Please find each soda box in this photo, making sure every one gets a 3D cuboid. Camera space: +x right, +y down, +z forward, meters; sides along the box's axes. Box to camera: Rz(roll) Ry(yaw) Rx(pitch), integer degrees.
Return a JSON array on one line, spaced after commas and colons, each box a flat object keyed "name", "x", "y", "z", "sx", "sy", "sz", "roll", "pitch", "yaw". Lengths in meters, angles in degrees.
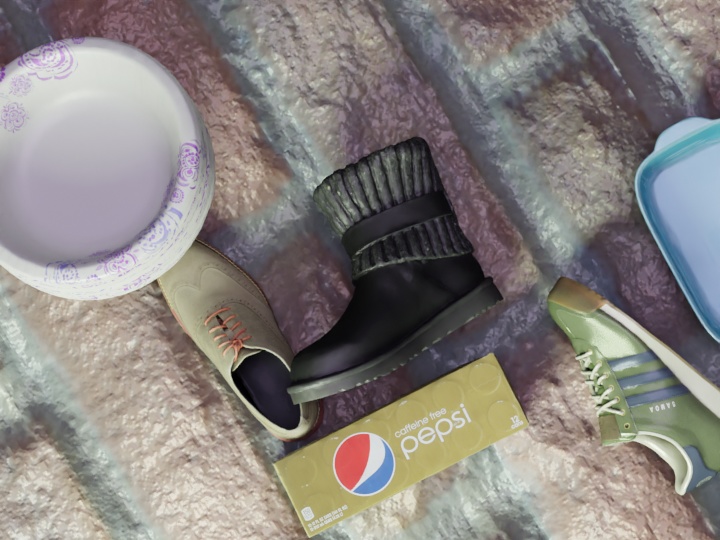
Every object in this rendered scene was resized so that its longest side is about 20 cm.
[{"name": "soda box", "x": 0.032, "y": 0.139, "z": 1.629, "sx": 0.199, "sy": 0.064, "sz": 0.068, "roll": -27, "pitch": 86, "yaw": -3}]

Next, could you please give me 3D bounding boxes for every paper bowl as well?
[{"name": "paper bowl", "x": -0.214, "y": -0.076, "z": 1.612, "sx": 0.199, "sy": 0.104, "sz": 0.202, "roll": -2, "pitch": 77, "yaw": 8}]

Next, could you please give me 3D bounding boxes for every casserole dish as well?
[{"name": "casserole dish", "x": 0.303, "y": -0.030, "z": 1.657, "sx": 0.121, "sy": 0.039, "sz": 0.201, "roll": -28, "pitch": 87, "yaw": -3}]

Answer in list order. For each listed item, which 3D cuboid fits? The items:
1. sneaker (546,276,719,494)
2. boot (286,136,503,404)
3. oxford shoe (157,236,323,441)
[{"name": "sneaker", "x": 0.216, "y": 0.099, "z": 1.631, "sx": 0.200, "sy": 0.067, "sz": 0.090, "roll": 38, "pitch": 81, "yaw": -1}, {"name": "boot", "x": -0.001, "y": 0.000, "z": 1.614, "sx": 0.210, "sy": 0.079, "sz": 0.159, "roll": -30, "pitch": 92, "yaw": -29}, {"name": "oxford shoe", "x": -0.098, "y": 0.049, "z": 1.628, "sx": 0.070, "sy": 0.075, "sz": 0.200, "roll": -40, "pitch": 86, "yaw": -1}]
